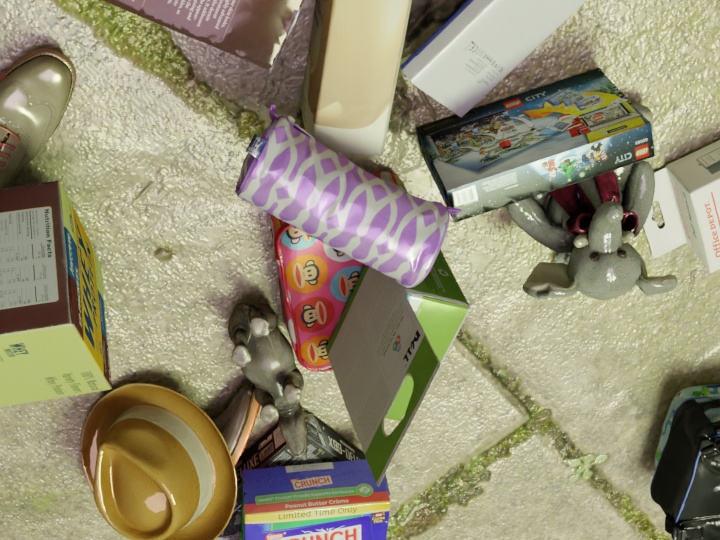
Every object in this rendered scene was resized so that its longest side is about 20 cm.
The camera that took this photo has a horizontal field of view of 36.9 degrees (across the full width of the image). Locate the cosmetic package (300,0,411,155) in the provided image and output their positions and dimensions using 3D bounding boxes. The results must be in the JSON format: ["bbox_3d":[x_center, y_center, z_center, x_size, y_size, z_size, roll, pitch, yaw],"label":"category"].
[{"bbox_3d":[-0.003,-0.217,0.965,0.070,0.106,0.202,3,120,-12],"label":"cosmetic package"}]

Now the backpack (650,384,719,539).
[{"bbox_3d":[0.468,0.230,1.324,0.197,0.148,0.185,1,122,-8],"label":"backpack"}]

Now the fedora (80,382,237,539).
[{"bbox_3d":[-0.232,0.226,1.167,0.197,0.082,0.204,3,103,14],"label":"fedora"}]

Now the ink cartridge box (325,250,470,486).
[{"bbox_3d":[0.045,0.086,1.019,0.075,0.201,0.149,12,120,-24],"label":"ink cartridge box"}]

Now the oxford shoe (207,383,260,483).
[{"bbox_3d":[-0.177,0.203,1.220,0.072,0.071,0.201,32,102,-7],"label":"oxford shoe"}]

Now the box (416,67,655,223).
[{"bbox_3d":[0.163,-0.124,1.038,0.197,0.137,0.038,-18,123,0],"label":"box"}]

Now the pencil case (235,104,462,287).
[{"bbox_3d":[-0.015,-0.063,0.952,0.198,0.084,0.086,29,79,-13],"label":"pencil case"}]

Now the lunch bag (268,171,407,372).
[{"bbox_3d":[0.000,0.000,1.123,0.173,0.082,0.202,-13,126,-8],"label":"lunch bag"}]

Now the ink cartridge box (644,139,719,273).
[{"bbox_3d":[0.405,-0.079,1.160,0.198,0.068,0.118,-26,124,5],"label":"ink cartridge box"}]

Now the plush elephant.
[{"bbox_3d":[0.236,-0.041,1.094,0.162,0.156,0.202,-10,124,-5],"label":"plush elephant"}]

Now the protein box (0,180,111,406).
[{"bbox_3d":[-0.346,0.033,0.983,0.197,0.137,0.199,-8,159,-6],"label":"protein box"}]

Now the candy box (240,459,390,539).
[{"bbox_3d":[-0.057,0.321,1.254,0.166,0.077,0.202,-2,123,-11],"label":"candy box"}]

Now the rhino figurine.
[{"bbox_3d":[-0.090,0.122,1.160,0.059,0.088,0.202,-21,114,0],"label":"rhino figurine"}]

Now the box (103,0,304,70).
[{"bbox_3d":[-0.147,-0.263,0.924,0.198,0.075,0.101,20,116,-21],"label":"box"}]

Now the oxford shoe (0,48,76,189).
[{"bbox_3d":[-0.325,-0.112,0.981,0.070,0.074,0.200,31,111,-27],"label":"oxford shoe"}]

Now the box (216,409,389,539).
[{"bbox_3d":[-0.088,0.274,1.294,0.200,0.050,0.157,-42,121,16],"label":"box"}]

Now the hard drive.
[{"bbox_3d":[0.138,-0.232,0.990,0.200,0.025,0.132,-42,158,16],"label":"hard drive"}]
